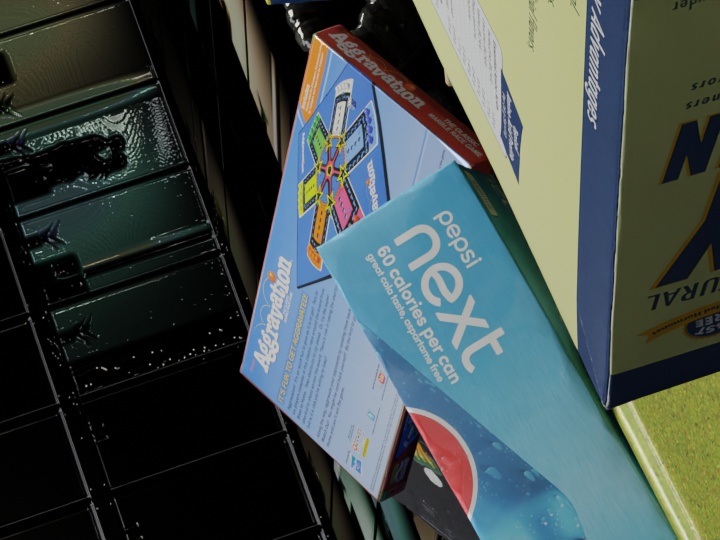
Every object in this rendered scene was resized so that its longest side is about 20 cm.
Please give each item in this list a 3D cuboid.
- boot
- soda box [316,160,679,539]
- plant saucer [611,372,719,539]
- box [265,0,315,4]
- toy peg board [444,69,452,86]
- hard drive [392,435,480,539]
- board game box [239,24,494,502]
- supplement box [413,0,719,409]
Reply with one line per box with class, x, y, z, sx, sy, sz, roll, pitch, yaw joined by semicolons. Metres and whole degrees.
boot;0.030;-0.077;1.155;0.158;0.079;0.211;42;-150;-67
soda box;0.065;0.061;0.971;0.200;0.068;0.064;61;-167;11
plant saucer;0.135;0.033;0.865;0.200;0.048;0.200;97;156;-48
box;-0.015;-0.190;0.879;0.200;0.064;0.070;83;-179;-49
toy peg board;0.063;-0.205;0.870;0.200;0.098;0.199;83;-178;-53
hard drive;0.042;0.073;1.218;0.140;0.038;0.200;35;159;34
board game box;0.000;0.000;1.118;0.103;0.019;0.200;41;136;28
supplement box;0.090;-0.110;0.654;0.200;0.134;0.200;84;166;-57
